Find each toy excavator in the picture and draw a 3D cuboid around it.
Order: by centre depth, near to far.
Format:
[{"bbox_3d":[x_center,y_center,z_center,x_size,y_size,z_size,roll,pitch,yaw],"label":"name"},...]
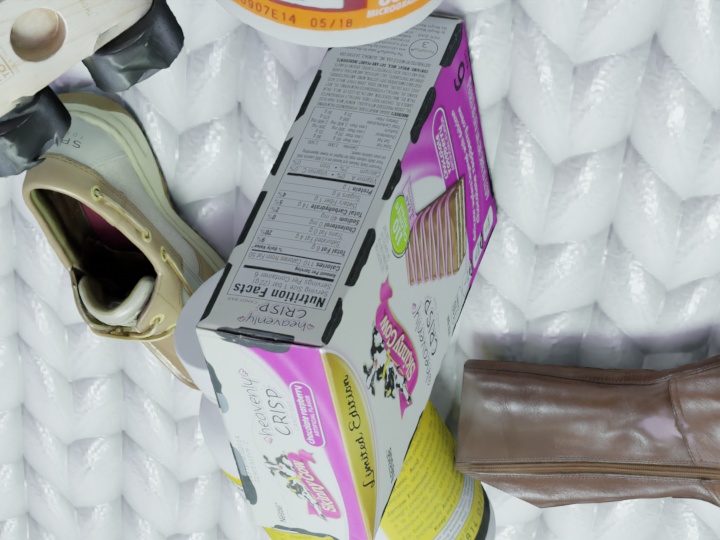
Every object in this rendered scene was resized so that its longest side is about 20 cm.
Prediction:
[{"bbox_3d":[-0.199,-0.124,1.156,0.194,0.200,0.100,-35,125,-2],"label":"toy excavator"}]

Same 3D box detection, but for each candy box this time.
[{"bbox_3d":[0.000,0.000,1.108,0.061,0.200,0.137,9,141,19],"label":"candy box"}]

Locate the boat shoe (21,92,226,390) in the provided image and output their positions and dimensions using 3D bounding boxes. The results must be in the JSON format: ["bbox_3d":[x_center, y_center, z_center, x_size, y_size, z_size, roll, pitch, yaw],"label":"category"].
[{"bbox_3d":[-0.119,0.001,1.282,0.074,0.067,0.200,-3,135,31],"label":"boat shoe"}]

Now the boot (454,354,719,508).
[{"bbox_3d":[0.156,0.114,1.275,0.199,0.064,0.187,-8,120,30],"label":"boot"}]

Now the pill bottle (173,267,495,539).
[{"bbox_3d":[-0.016,0.087,1.295,0.111,0.112,0.200,-4,135,31],"label":"pill bottle"}]

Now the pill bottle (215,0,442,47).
[{"bbox_3d":[-0.008,-0.192,0.952,0.114,0.114,0.200,17,143,9],"label":"pill bottle"}]
